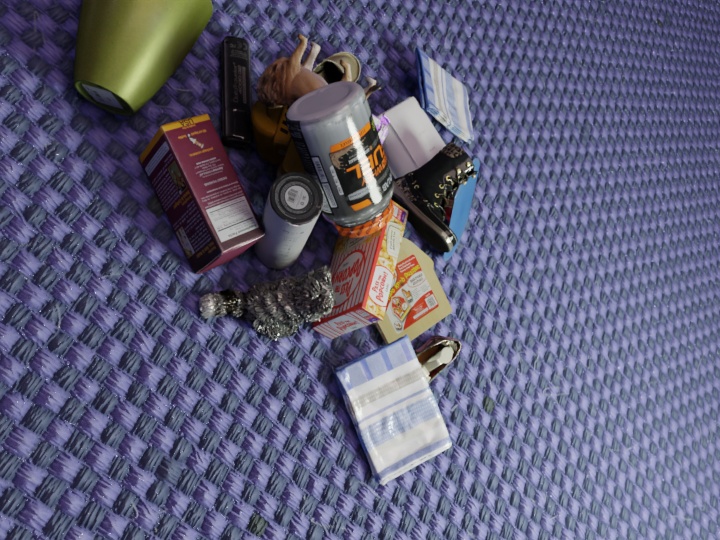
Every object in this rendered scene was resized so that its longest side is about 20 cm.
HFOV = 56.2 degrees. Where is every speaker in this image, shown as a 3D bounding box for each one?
[{"bbox_3d":[-0.113,-0.070,1.028,0.079,0.200,0.083,4,71,-13],"label":"speaker"}]

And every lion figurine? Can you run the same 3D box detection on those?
[{"bbox_3d":[-0.070,-0.276,1.036,0.198,0.124,0.072,35,15,21],"label":"lion figurine"}]

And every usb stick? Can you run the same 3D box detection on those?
[{"bbox_3d":[-0.212,-0.306,1.153,0.054,0.032,0.205,4,71,-27],"label":"usb stick"}]

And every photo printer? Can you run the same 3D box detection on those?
[{"bbox_3d":[0.109,-0.227,1.315,0.202,0.069,0.166,56,36,-6],"label":"photo printer"}]

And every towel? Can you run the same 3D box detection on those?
[{"bbox_3d":[0.180,-0.367,1.425,0.198,0.023,0.151,19,61,-51],"label":"towel"},{"bbox_3d":[0.055,0.229,1.112,0.144,0.024,0.204,-22,89,-12],"label":"towel"}]

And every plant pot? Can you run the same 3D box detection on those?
[{"bbox_3d":[-0.340,-0.341,0.999,0.184,0.186,0.205,25,75,-25],"label":"plant pot"}]

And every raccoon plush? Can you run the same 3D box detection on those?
[{"bbox_3d":[-0.129,0.052,1.018,0.197,0.133,0.099,-12,81,-38],"label":"raccoon plush"}]

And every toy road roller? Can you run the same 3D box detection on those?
[{"bbox_3d":[-0.119,-0.198,1.112,0.142,0.124,0.204,11,62,5],"label":"toy road roller"}]

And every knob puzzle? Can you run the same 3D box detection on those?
[{"bbox_3d":[0.064,0.024,1.235,0.215,0.030,0.226,12,68,-32],"label":"knob puzzle"}]

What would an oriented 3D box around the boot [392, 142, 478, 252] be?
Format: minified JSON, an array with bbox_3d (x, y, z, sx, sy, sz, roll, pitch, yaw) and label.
[{"bbox_3d":[0.144,-0.133,1.157,0.152,0.204,0.074,-36,133,-4],"label":"boot"}]

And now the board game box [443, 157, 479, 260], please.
[{"bbox_3d":[0.180,-0.124,1.307,0.038,0.204,0.158,19,38,17],"label":"board game box"}]

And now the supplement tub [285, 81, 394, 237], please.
[{"bbox_3d":[-0.023,-0.159,0.989,0.123,0.120,0.203,-50,132,-36],"label":"supplement tub"}]

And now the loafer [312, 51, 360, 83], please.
[{"bbox_3d":[-0.049,-0.359,1.258,0.076,0.068,0.201,49,46,-11],"label":"loafer"}]

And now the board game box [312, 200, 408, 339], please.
[{"bbox_3d":[0.000,0.000,1.120,0.046,0.150,0.204,29,58,-25],"label":"board game box"}]

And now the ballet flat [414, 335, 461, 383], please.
[{"bbox_3d":[0.111,0.173,1.190,0.199,0.071,0.070,-35,95,-38],"label":"ballet flat"}]

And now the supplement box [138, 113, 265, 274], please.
[{"bbox_3d":[-0.239,-0.112,1.014,0.085,0.110,0.204,-26,90,-39],"label":"supplement box"}]

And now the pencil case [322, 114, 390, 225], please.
[{"bbox_3d":[-0.004,-0.170,1.144,0.084,0.084,0.205,36,63,-52],"label":"pencil case"}]
